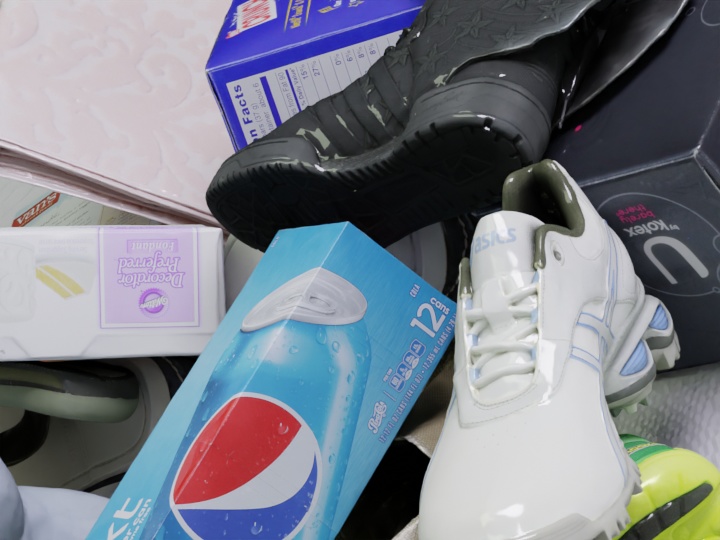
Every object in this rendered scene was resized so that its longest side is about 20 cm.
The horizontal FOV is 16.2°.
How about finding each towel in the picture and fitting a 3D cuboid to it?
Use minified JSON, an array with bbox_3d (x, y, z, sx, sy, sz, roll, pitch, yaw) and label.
[{"bbox_3d":[-0.113,-0.098,1.372,0.200,0.191,0.032,-76,8,-50],"label":"towel"}]

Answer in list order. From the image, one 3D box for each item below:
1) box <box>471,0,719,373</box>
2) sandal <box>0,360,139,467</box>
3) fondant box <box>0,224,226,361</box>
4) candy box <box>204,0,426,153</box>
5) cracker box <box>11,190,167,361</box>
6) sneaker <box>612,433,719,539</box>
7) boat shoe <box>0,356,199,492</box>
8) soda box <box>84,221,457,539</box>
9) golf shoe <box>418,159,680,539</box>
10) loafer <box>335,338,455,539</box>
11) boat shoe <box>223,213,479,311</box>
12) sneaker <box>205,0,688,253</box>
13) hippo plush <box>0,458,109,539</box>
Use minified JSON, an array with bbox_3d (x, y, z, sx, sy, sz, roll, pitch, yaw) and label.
[{"bbox_3d":[0.151,-0.071,0.992,0.122,0.106,0.200,-16,37,48],"label":"box"},{"bbox_3d":[-0.173,0.066,1.151,0.201,0.080,0.057,1,92,55],"label":"sandal"},{"bbox_3d":[-0.136,0.008,1.152,0.144,0.058,0.200,-1,3,-6],"label":"fondant box"},{"bbox_3d":[0.038,-0.110,1.161,0.200,0.077,0.169,-16,18,8],"label":"candy box"},{"bbox_3d":[-0.138,0.006,1.381,0.134,0.058,0.200,-32,28,23],"label":"cracker box"},{"bbox_3d":[0.042,0.128,0.890,0.200,0.074,0.084,-33,20,-3],"label":"sneaker"},{"bbox_3d":[-0.127,0.076,1.212,0.063,0.073,0.200,-6,-7,-36],"label":"boat shoe"},{"bbox_3d":[-0.045,0.081,0.950,0.200,0.064,0.068,-59,20,-16],"label":"soda box"},{"bbox_3d":[0.050,0.033,0.856,0.078,0.097,0.200,-17,21,20],"label":"golf shoe"},{"bbox_3d":[0.032,0.080,0.982,0.076,0.067,0.200,-24,31,38],"label":"loafer"},{"bbox_3d":[0.000,0.000,1.101,0.200,0.060,0.074,-22,75,59],"label":"boat shoe"},{"bbox_3d":[0.031,-0.069,0.985,0.200,0.060,0.104,-14,39,44],"label":"sneaker"},{"bbox_3d":[-0.169,0.135,1.050,0.200,0.161,0.160,-7,61,30],"label":"hippo plush"}]
